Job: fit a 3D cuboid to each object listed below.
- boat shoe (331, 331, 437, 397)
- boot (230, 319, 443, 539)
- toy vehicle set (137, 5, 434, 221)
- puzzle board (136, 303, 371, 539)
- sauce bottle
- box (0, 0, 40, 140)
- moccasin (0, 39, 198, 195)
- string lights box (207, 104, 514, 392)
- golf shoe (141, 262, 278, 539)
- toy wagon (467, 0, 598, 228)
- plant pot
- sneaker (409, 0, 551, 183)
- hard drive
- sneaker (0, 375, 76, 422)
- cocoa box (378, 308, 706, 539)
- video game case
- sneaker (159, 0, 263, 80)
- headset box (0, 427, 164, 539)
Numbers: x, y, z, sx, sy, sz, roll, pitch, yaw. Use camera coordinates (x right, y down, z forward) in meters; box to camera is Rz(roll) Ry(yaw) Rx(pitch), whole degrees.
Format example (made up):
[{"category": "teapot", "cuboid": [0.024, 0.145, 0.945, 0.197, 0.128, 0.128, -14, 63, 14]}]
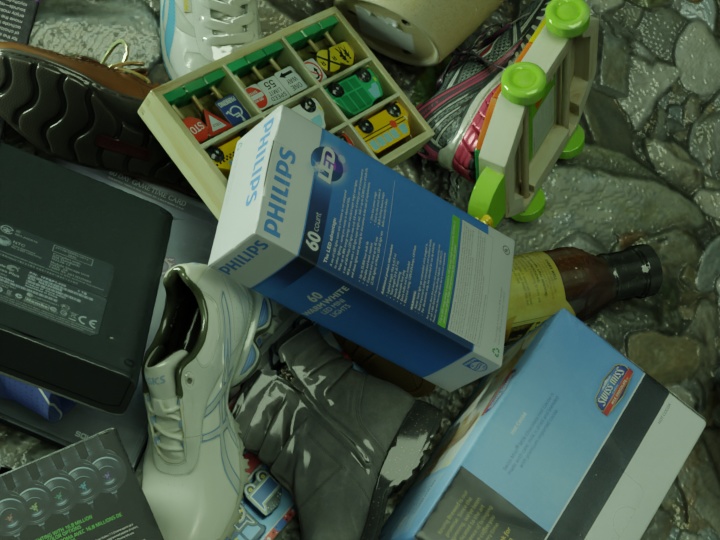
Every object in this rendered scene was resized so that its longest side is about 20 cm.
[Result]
[{"category": "boat shoe", "cuboid": [0.000, 0.000, 1.062, 0.200, 0.072, 0.065, 49, 45, 12]}, {"category": "boot", "cuboid": [-0.042, 0.142, 0.993, 0.131, 0.070, 0.201, 30, 58, 2]}, {"category": "toy vehicle set", "cuboid": [-0.047, -0.104, 1.043, 0.125, 0.027, 0.200, 51, 46, 5]}, {"category": "puzzle board", "cuboid": [-0.083, 0.098, 1.031, 0.151, 0.017, 0.200, 43, 64, 0]}, {"category": "sauce bottle", "cuboid": [0.133, 0.018, 1.103, 0.198, 0.066, 0.067, -11, 75, -19]}, {"category": "box", "cuboid": [-0.311, -0.143, 1.032, 0.142, 0.036, 0.202, 15, 66, -12]}, {"category": "moccasin", "cuboid": [-0.167, -0.113, 1.037, 0.199, 0.074, 0.078, 14, 31, -16]}, {"category": "string lights box", "cuboid": [0.006, -0.012, 0.969, 0.199, 0.059, 0.104, 29, 53, -25]}, {"category": "golf shoe", "cuboid": [-0.118, 0.091, 0.946, 0.078, 0.097, 0.202, -1, 72, 28]}, {"category": "toy wagon", "cuboid": [0.124, -0.102, 1.096, 0.039, 0.156, 0.201, 24, 63, 21]}, {"category": "plant pot", "cuboid": [0.063, -0.265, 1.134, 0.186, 0.187, 0.201, 28, 78, -7]}, {"category": "sneaker", "cuboid": [0.107, -0.159, 1.153, 0.074, 0.081, 0.200, 24, 55, 21]}, {"category": "hard drive", "cuboid": [-0.195, -0.003, 0.926, 0.138, 0.033, 0.201, 22, 30, -13]}, {"category": "sneaker", "cuboid": [-0.276, 0.047, 0.943, 0.199, 0.081, 0.115, 38, 70, 15]}, {"category": "cocoa box", "cuboid": [0.115, 0.153, 1.011, 0.131, 0.133, 0.201, 38, 64, -1]}, {"category": "video game case", "cuboid": [-0.181, 0.023, 1.015, 0.142, 0.019, 0.201, 23, 67, -1]}, {"category": "sneaker", "cuboid": [-0.110, -0.206, 1.094, 0.076, 0.081, 0.202, -10, 79, -22]}, {"category": "headset box", "cuboid": [-0.164, 0.205, 0.879, 0.092, 0.174, 0.201, -21, 79, -24]}]
